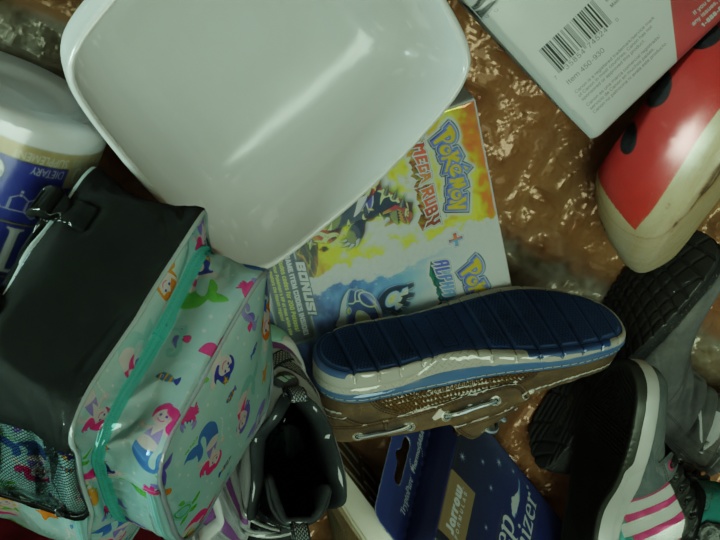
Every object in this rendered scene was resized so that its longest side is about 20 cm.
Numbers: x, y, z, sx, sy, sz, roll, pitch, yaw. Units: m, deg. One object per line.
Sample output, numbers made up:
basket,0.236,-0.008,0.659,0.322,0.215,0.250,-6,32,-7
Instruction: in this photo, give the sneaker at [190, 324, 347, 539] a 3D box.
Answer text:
sneaker,-0.052,0.146,1.326,0.078,0.140,0.201,-10,117,-17

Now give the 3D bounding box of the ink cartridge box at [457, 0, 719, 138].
ink cartridge box,0.117,-0.202,1.298,0.147,0.083,0.200,-43,119,4

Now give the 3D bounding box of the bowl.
bowl,-0.059,-0.126,1.250,0.200,0.075,0.200,-43,123,-3

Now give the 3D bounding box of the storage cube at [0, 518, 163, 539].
storage cube,-0.217,0.221,1.341,0.170,0.180,0.201,10,110,-21

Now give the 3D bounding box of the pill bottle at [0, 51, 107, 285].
pill bottle,-0.231,-0.017,1.258,0.119,0.120,0.200,17,109,-23

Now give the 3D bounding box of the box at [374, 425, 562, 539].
box,0.083,0.175,1.447,0.032,0.121,0.200,-21,124,31

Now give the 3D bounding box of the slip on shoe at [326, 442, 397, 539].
slip on shoe,0.010,0.195,1.430,0.061,0.076,0.200,-33,96,9

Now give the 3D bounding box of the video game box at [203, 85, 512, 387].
video game box,0.000,0.000,1.380,0.182,0.047,0.200,-19,118,-10

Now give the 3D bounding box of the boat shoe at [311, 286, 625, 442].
boat shoe,0.066,0.062,1.371,0.199,0.072,0.073,-6,127,-12

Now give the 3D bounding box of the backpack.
backpack,-0.133,0.065,1.227,0.150,0.178,0.200,24,148,8

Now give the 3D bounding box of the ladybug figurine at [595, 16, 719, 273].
ladybug figurine,0.208,-0.089,1.360,0.072,0.136,0.200,36,118,5

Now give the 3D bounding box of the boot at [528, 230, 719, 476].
boot,0.213,0.070,1.473,0.131,0.070,0.200,22,117,-28

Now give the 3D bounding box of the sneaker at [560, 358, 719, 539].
sneaker,0.204,0.142,1.427,0.120,0.084,0.200,-4,125,-17
